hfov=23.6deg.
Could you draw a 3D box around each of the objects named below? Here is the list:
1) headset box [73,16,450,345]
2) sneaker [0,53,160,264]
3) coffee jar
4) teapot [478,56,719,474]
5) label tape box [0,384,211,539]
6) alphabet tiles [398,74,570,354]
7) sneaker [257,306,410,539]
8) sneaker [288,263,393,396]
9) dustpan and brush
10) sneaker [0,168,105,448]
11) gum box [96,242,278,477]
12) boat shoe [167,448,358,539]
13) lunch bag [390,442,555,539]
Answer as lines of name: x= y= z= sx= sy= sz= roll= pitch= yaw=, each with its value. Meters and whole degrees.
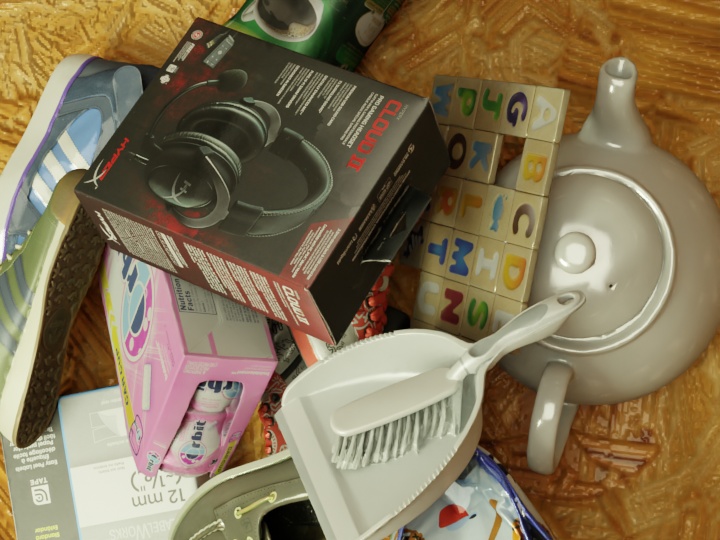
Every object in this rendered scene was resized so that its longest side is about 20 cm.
headset box: x=-0.052 y=-0.055 z=1.077 sx=0.200 sy=0.077 sz=0.149 roll=23 pitch=68 yaw=26
sneaker: x=-0.177 y=-0.053 z=1.248 sx=0.146 sy=0.081 sz=0.200 roll=19 pitch=85 yaw=19
coffee jar: x=-0.028 y=-0.187 z=1.217 sx=0.104 sy=0.085 sz=0.200 roll=35 pitch=94 yaw=21
teapot: x=0.148 y=0.000 z=1.130 sx=0.197 sy=0.146 sz=0.200 roll=-33 pitch=80 yaw=10
label tape box: x=-0.170 y=0.183 z=1.239 sx=0.143 sy=0.066 sz=0.200 roll=-12 pitch=82 yaw=13
alphabet tiles: x=0.071 y=-0.025 z=1.126 sx=0.008 sy=0.167 sz=0.200 roll=9 pitch=95 yaw=-27
sneaker: x=-0.049 y=0.105 z=1.214 sx=0.108 sy=0.067 sz=0.202 roll=21 pitch=88 yaw=16
sneaker: x=0.000 y=-0.001 z=1.145 sx=0.108 sy=0.067 sz=0.202 roll=-26 pitch=75 yaw=8
dustpan and brush: x=0.049 y=0.071 z=1.039 sx=0.200 sy=0.057 sz=0.140 roll=-24 pitch=44 yaw=-3
sneaker: x=-0.244 y=0.017 z=1.206 sx=0.090 sy=0.067 sz=0.200 roll=18 pitch=95 yaw=18
gum box: x=-0.120 y=0.033 z=1.162 sx=0.200 sy=0.066 sz=0.114 roll=-109 pitch=34 yaw=-42
boat shoe: x=-0.051 y=0.161 z=1.121 sx=0.202 sy=0.072 sz=0.060 roll=-32 pitch=34 yaw=27
lunch bag: x=0.071 y=0.207 z=1.118 sx=0.124 sy=0.170 sz=0.200 roll=-5 pitch=84 yaw=1
